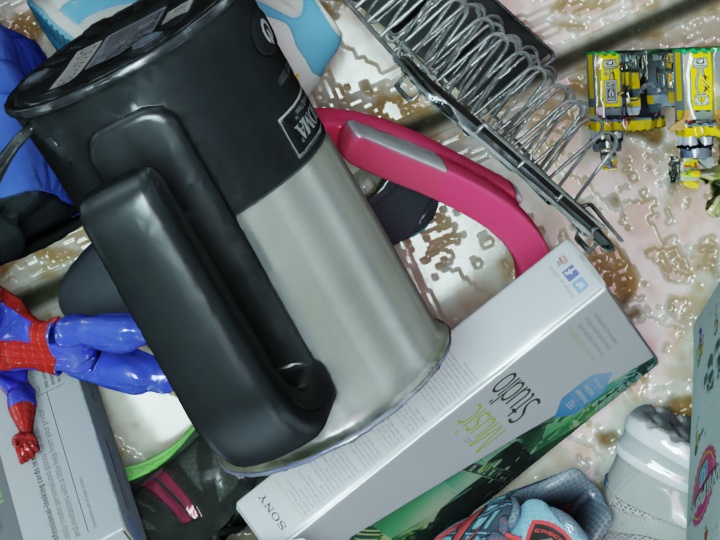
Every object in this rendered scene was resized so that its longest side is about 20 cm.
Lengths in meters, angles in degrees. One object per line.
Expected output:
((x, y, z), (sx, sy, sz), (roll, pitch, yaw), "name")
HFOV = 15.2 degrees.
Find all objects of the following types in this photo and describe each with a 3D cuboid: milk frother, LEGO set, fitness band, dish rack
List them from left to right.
((-0.099, 0.004, 1.145), (0.200, 0.181, 0.188), (-18, 110, 33), "milk frother")
((0.000, 0.000, 1.307), (0.200, 0.037, 0.144), (24, 112, -27), "fitness band")
((0.054, -0.093, 1.248), (0.153, 0.200, 0.055), (36, 101, -34), "dish rack")
((0.189, -0.049, 1.281), (0.153, 0.200, 0.116), (-4, 95, -20), "LEGO set")

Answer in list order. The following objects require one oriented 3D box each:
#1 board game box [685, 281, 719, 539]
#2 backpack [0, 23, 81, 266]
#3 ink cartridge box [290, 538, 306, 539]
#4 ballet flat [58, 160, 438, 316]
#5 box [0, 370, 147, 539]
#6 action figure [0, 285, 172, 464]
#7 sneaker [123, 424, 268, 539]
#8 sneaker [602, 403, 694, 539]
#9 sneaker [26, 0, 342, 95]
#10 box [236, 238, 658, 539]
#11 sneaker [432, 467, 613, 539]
((0.231, 0.108, 1.278), (0.147, 0.064, 0.201), (12, 54, -7), "board game box")
((-0.229, -0.069, 1.266), (0.162, 0.200, 0.168), (-21, 93, 2), "backpack")
((-0.060, 0.194, 1.295), (0.116, 0.200, 0.068), (-13, 68, 4), "ink cartridge box")
((-0.059, -0.027, 1.330), (0.199, 0.073, 0.073), (-17, 93, 0), "ballet flat")
((-0.209, 0.128, 1.304), (0.200, 0.156, 0.041), (-28, 131, 3), "box")
((-0.136, 0.052, 1.261), (0.199, 0.099, 0.065), (7, 130, 21), "action figure")
((-0.087, 0.126, 1.325), (0.199, 0.084, 0.077), (-24, 135, 9), "sneaker")
((0.206, 0.146, 1.348), (0.200, 0.075, 0.082), (31, 107, 5), "sneaker")
((-0.085, -0.108, 1.286), (0.081, 0.200, 0.077), (-46, 128, -17), "sneaker")
((0.046, 0.078, 1.300), (0.200, 0.144, 0.036), (-38, 67, 4), "box")
((0.059, 0.143, 1.269), (0.079, 0.200, 0.096), (48, 119, 1), "sneaker")
